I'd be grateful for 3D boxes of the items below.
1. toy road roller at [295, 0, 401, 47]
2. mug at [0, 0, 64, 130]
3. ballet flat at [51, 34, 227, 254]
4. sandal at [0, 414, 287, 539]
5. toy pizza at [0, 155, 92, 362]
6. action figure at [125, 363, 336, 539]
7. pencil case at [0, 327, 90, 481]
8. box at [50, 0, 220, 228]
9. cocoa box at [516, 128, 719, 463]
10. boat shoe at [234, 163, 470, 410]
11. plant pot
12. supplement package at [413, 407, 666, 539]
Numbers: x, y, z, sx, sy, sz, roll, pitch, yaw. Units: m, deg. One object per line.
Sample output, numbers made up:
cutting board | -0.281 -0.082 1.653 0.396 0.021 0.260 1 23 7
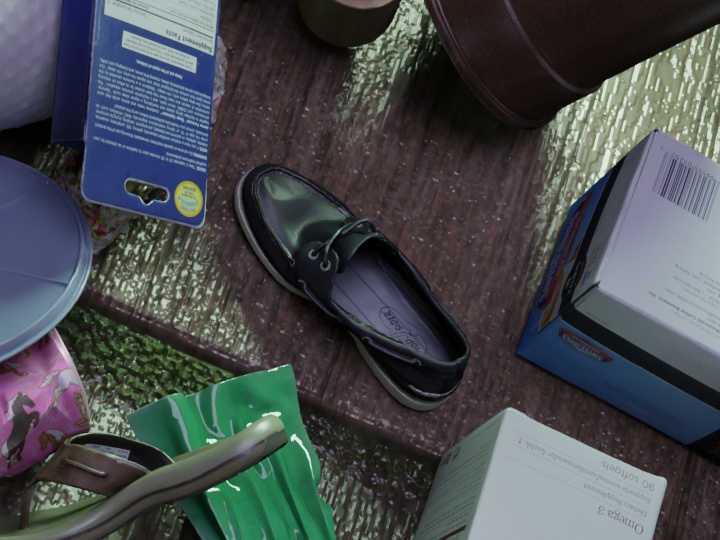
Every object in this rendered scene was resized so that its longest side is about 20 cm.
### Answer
toy road roller | -0.073 -0.224 1.240 0.146 0.123 0.200 -36 84 -13
mug | -0.242 -0.175 1.149 0.175 0.148 0.200 -9 46 -37
ballet flat | -0.135 -0.095 1.192 0.075 0.064 0.201 32 62 -9
sandal | -0.140 0.116 1.069 0.200 0.080 0.058 -23 93 2
toy pizza | -0.257 0.000 1.091 0.199 0.032 0.201 1 43 -1
action figure | -0.056 0.165 1.125 0.118 0.055 0.201 -17 72 -27
pencil case | -0.253 0.096 1.063 0.199 0.083 0.087 -23 93 -26
box | -0.132 -0.132 1.115 0.121 0.032 0.201 14 77 -57
cocoa box | 0.230 0.028 1.242 0.199 0.131 0.134 28 62 -8
boat shoe | -0.002 0.002 1.202 0.074 0.066 0.200 -34 84 -28
plant pot | 0.167 -0.218 1.234 0.200 0.197 0.201 34 47 -46
supplement package | 0.090 0.207 1.127 0.116 0.117 0.201 25 63 -10
